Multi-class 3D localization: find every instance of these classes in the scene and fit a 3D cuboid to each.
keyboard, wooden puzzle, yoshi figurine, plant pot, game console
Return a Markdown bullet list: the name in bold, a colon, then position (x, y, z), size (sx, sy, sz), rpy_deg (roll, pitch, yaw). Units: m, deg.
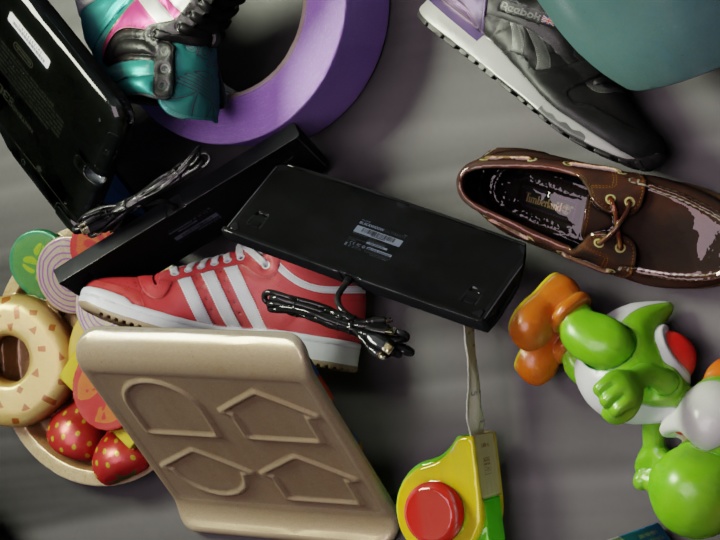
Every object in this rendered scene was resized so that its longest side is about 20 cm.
- **keyboard**: position (0.000, 0.000, 1.481), size (0.199, 0.127, 0.021), rpy_deg (19, 141, 25)
- **wooden puzzle**: position (-0.079, 0.107, 1.574), size (0.184, 0.046, 0.201), rpy_deg (1, 136, 29)
- **yoshi figurine**: position (0.179, 0.097, 1.447), size (0.199, 0.112, 0.113), rpy_deg (33, 122, 22)
- **plant pot**: position (0.188, -0.207, 1.382), size (0.199, 0.201, 0.162), rpy_deg (-19, 103, 28)
- **game console**: position (-0.205, -0.129, 1.606), size (0.200, 0.116, 0.176), rpy_deg (49, 136, 21)
- **keyboard**: position (-0.125, -0.044, 1.567), size (0.199, 0.127, 0.021), rpy_deg (-32, 68, 7)

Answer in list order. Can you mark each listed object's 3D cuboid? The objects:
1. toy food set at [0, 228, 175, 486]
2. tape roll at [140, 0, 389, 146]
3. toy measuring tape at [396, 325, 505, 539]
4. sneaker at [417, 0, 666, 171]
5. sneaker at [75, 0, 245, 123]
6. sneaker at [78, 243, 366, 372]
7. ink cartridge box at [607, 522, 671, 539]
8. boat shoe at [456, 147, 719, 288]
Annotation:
- **toy food set**: position (-0.200, 0.059, 1.682), size (0.200, 0.049, 0.199), rpy_deg (42, 110, 22)
- **tape roll**: position (-0.081, -0.188, 1.601), size (0.199, 0.066, 0.202), rpy_deg (1, 93, 29)
- **toy measuring tape**: position (0.055, 0.122, 1.532), size (0.073, 0.073, 0.202), rpy_deg (-8, 87, 29)
- **sneaker**: position (0.131, -0.147, 1.482), size (0.200, 0.076, 0.088), rpy_deg (41, 103, 22)
- **sneaker**: position (-0.106, -0.162, 1.530), size (0.199, 0.083, 0.122), rpy_deg (-21, 76, 36)
- **sneaker**: position (-0.090, -0.001, 1.580), size (0.198, 0.071, 0.113), rpy_deg (11, 87, 1)
- **ink cartridge box**: position (0.174, 0.287, 1.423), size (0.145, 0.147, 0.200), rpy_deg (-45, 71, 22)
- **boat shoe**: position (0.156, -0.032, 1.471), size (0.199, 0.070, 0.071), rpy_deg (14, 97, 27)
